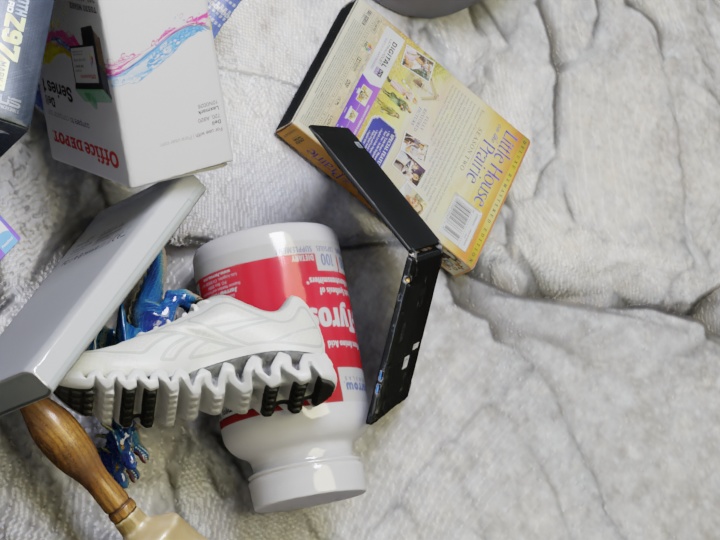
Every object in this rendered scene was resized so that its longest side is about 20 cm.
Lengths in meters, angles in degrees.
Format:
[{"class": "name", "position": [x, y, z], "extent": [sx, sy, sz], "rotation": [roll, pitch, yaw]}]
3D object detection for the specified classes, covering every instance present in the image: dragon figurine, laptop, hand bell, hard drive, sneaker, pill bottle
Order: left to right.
[{"class": "hard drive", "position": [-0.198, 0.019, 1.539], "extent": [0.026, 0.132, 0.200], "rotation": [46, 54, -17]}, {"class": "hand bell", "position": [-0.170, 0.161, 1.529], "extent": [0.200, 0.104, 0.104], "rotation": [51, 53, -12]}, {"class": "dragon figurine", "position": [-0.163, 0.054, 1.599], "extent": [0.099, 0.059, 0.200], "rotation": [-6, 80, -37]}, {"class": "sneaker", "position": [-0.119, 0.061, 1.542], "extent": [0.200, 0.075, 0.081], "rotation": [-3, 65, -17]}, {"class": "pill bottle", "position": [-0.055, 0.073, 1.637], "extent": [0.112, 0.112, 0.200], "rotation": [-3, 77, -36]}, {"class": "laptop", "position": [0.000, 0.000, 1.672], "extent": [0.103, 0.177, 0.200], "rotation": [15, 95, 9]}]

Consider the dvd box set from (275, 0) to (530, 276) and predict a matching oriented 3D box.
[{"class": "dvd box set", "position": [0.038, -0.110, 1.816], "extent": [0.200, 0.029, 0.147], "rotation": [38, 57, -19]}]

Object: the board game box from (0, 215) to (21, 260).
[{"class": "board game box", "position": [-0.325, 0.042, 1.440], "extent": [0.045, 0.134, 0.200], "rotation": [49, 53, -13]}]

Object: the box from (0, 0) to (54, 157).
[{"class": "box", "position": [-0.266, -0.138, 1.500], "extent": [0.051, 0.200, 0.158], "rotation": [17, 64, -25]}]

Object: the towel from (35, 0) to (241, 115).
[{"class": "towel", "position": [-0.170, -0.191, 1.636], "extent": [0.145, 0.024, 0.200], "rotation": [42, 76, -34]}]

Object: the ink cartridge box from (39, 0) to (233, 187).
[{"class": "ink cartridge box", "position": [-0.170, -0.169, 1.544], "extent": [0.084, 0.145, 0.200], "rotation": [-18, 110, -27]}]

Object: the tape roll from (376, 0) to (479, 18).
[{"class": "tape roll", "position": [0.057, -0.318, 1.877], "extent": [0.200, 0.066, 0.201], "rotation": [11, 69, -32]}]
